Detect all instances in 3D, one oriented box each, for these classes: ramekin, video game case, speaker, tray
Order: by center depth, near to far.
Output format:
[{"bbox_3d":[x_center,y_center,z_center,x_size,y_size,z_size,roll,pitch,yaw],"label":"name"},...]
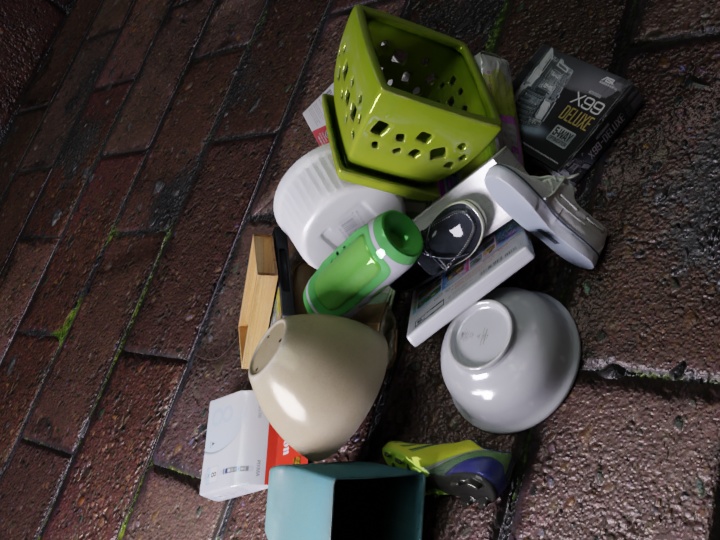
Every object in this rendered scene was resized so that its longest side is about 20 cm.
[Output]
[{"bbox_3d":[0.149,0.007,1.134,0.199,0.024,0.182,-39,10,17],"label":"video game case"},{"bbox_3d":[0.000,0.000,1.164,0.200,0.088,0.089,-41,39,40],"label":"speaker"},{"bbox_3d":[-0.026,-0.091,1.272,0.200,0.200,0.098,-42,50,13],"label":"ramekin"},{"bbox_3d":[-0.166,0.052,1.328,0.099,0.036,0.202,-104,24,-48],"label":"tray"},{"bbox_3d":[-0.139,0.064,1.342,0.201,0.025,0.183,110,158,-46],"label":"video game case"}]

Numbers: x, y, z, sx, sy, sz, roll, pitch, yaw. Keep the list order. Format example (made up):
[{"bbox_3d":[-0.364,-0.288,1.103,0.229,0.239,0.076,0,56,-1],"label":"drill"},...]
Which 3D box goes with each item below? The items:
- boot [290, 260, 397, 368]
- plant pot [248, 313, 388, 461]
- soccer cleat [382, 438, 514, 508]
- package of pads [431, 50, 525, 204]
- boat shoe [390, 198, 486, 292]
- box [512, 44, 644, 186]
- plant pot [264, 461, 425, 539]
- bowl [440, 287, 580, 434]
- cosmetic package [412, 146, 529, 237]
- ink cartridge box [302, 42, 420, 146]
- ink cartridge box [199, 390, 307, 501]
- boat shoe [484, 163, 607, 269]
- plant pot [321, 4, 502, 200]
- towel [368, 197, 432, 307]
[{"bbox_3d":[-0.029,0.066,1.288,0.198,0.066,0.178,-6,82,42],"label":"boot"},{"bbox_3d":[-0.074,0.138,1.130,0.200,0.134,0.201,-46,22,25],"label":"plant pot"},{"bbox_3d":[0.111,0.249,1.062,0.199,0.065,0.084,1,35,48],"label":"soccer cleat"},{"bbox_3d":[0.166,-0.205,1.233,0.154,0.067,0.203,-27,63,51],"label":"package of pads"},{"bbox_3d":[0.105,-0.028,1.161,0.062,0.075,0.200,-37,-3,-45],"label":"boat shoe"},{"bbox_3d":[0.289,-0.231,1.210,0.158,0.050,0.200,-50,41,6],"label":"box"},{"bbox_3d":[-0.035,0.317,1.062,0.199,0.140,0.144,-1,84,55],"label":"plant pot"},{"bbox_3d":[0.176,0.099,1.066,0.199,0.090,0.204,-23,50,29],"label":"bowl"},{"bbox_3d":[0.155,-0.084,1.164,0.199,0.083,0.051,-36,3,46],"label":"cosmetic package"},{"bbox_3d":[0.007,-0.296,1.490,0.200,0.083,0.148,-42,43,14],"label":"ink cartridge box"},{"bbox_3d":[-0.166,0.264,1.304,0.198,0.047,0.162,-24,49,33],"label":"ink cartridge box"},{"bbox_3d":[0.247,-0.091,1.049,0.087,0.201,0.074,-59,20,-11],"label":"boat shoe"},{"bbox_3d":[0.054,-0.223,1.167,0.182,0.196,0.202,-55,35,40],"label":"plant pot"},{"bbox_3d":[0.030,-0.031,1.340,0.151,0.023,0.202,10,73,47],"label":"towel"}]
